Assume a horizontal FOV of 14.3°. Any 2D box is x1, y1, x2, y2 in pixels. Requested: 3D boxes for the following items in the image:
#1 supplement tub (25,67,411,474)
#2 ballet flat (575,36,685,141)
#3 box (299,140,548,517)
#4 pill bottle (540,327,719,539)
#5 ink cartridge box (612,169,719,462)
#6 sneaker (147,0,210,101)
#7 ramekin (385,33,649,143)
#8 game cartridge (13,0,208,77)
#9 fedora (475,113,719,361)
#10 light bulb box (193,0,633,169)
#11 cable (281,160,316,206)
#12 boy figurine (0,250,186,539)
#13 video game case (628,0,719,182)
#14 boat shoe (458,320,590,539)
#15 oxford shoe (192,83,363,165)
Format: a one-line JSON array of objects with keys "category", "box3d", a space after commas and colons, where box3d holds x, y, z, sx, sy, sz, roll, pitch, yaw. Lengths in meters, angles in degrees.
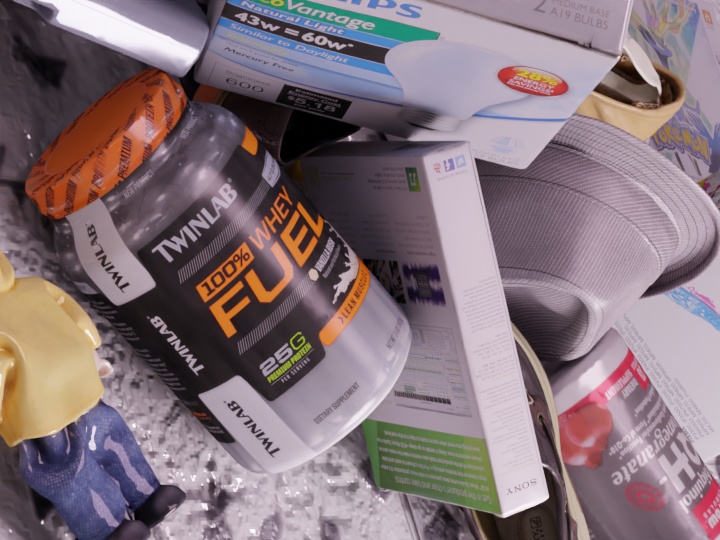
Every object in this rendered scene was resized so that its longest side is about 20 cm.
[{"category": "supplement tub", "box3d": [-0.076, -0.001, 1.506, 0.200, 0.122, 0.123, 48, 35, -19]}, {"category": "ballet flat", "box3d": [0.123, -0.138, 1.751, 0.200, 0.063, 0.069, 26, 47, -41]}, {"category": "box", "box3d": [0.033, 0.029, 1.571, 0.036, 0.144, 0.201, -16, 100, -26]}, {"category": "pill bottle", "box3d": [0.159, 0.143, 1.731, 0.200, 0.110, 0.111, 56, 33, -8]}, {"category": "ink cartridge box", "box3d": [0.258, 0.013, 1.880, 0.145, 0.200, 0.145, 54, 33, -7]}, {"category": "sneaker", "box3d": [-0.072, -0.163, 1.632, 0.075, 0.114, 0.201, -23, 89, -55]}, {"category": "ramekin", "box3d": [0.088, -0.127, 1.842, 0.200, 0.098, 0.201, 33, 42, -36]}, {"category": "game cartridge", "box3d": [-0.164, -0.175, 1.502, 0.133, 0.041, 0.200, 25, 16, -47]}, {"category": "fedora", "box3d": [0.105, -0.008, 1.671, 0.177, 0.200, 0.091, 39, 62, -29]}, {"category": "light bulb box", "box3d": [0.030, -0.158, 1.481, 0.197, 0.200, 0.125, 14, 74, -6]}, {"category": "cable", "box3d": [0.000, 0.000, 1.674, 0.200, 0.050, 0.098, 27, 50, -42]}, {"category": "boy figurine", "box3d": [-0.168, 0.053, 1.395, 0.200, 0.064, 0.124, 55, 34, -9]}, {"category": "video game case", "box3d": [0.221, -0.132, 2.096, 0.200, 0.022, 0.183, 12, 57, -50]}, {"category": "boat shoe", "box3d": [0.083, 0.106, 1.638, 0.065, 0.073, 0.201, -79, 145, -73]}, {"category": "oxford shoe", "box3d": [-0.002, -0.112, 1.620, 0.200, 0.073, 0.072, -38, 135, -31]}]
